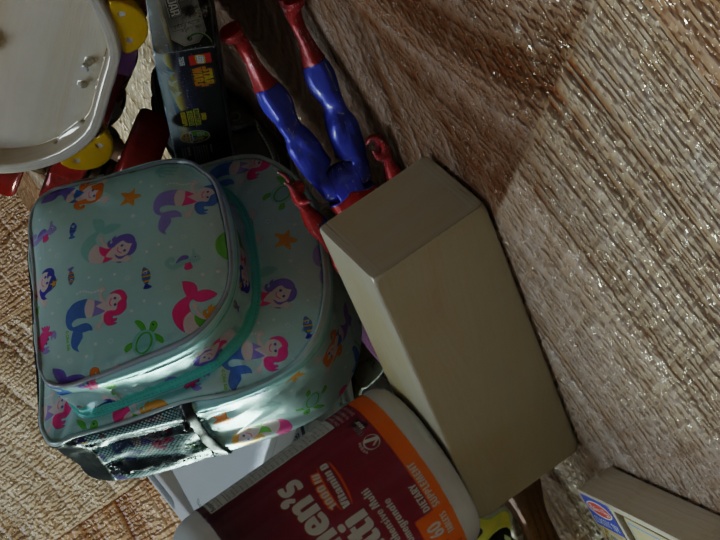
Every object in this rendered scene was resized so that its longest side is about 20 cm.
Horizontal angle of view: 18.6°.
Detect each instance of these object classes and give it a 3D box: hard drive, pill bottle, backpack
[{"bbox_3d":[-0.086,0.088,1.505,0.132,0.027,0.201,55,141,39],"label":"hard drive"},{"bbox_3d":[-0.039,0.165,1.267,0.110,0.199,0.110,52,168,16],"label":"pill bottle"},{"bbox_3d":[-0.104,0.020,1.342,0.151,0.199,0.179,65,-164,-60],"label":"backpack"}]

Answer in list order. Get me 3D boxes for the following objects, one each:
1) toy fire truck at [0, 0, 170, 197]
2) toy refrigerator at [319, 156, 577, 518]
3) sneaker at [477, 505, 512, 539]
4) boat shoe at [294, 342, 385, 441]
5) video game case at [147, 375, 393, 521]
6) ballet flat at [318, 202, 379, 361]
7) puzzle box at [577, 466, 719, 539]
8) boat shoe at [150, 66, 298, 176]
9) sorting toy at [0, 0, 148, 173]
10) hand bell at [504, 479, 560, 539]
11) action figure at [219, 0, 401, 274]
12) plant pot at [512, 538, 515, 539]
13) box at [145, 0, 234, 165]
[{"bbox_3d":[-0.183,-0.127,1.547,0.111,0.169,0.200,21,161,-7],"label":"toy fire truck"},{"bbox_3d":[0.051,0.039,1.244,0.070,0.076,0.201,44,164,48],"label":"toy refrigerator"},{"bbox_3d":[0.012,0.193,1.499,0.075,0.199,0.077,41,-154,-50],"label":"sneaker"},{"bbox_3d":[-0.007,0.061,1.559,0.202,0.086,0.075,-83,-23,-59],"label":"boat shoe"},{"bbox_3d":[-0.068,0.121,1.664,0.182,0.199,0.024,41,145,53],"label":"video game case"},{"bbox_3d":[0.000,0.000,1.407,0.200,0.069,0.072,42,145,38],"label":"ballet flat"},{"bbox_3d":[0.192,0.181,1.171,0.134,0.025,0.200,60,169,-13],"label":"puzzle box"},{"bbox_3d":[-0.107,-0.094,1.550,0.066,0.072,0.201,57,175,-32],"label":"boat shoe"},{"bbox_3d":[-0.178,-0.179,1.376,0.181,0.106,0.201,-80,9,-46],"label":"sorting toy"},{"bbox_3d":[0.115,0.174,1.377,0.104,0.104,0.201,94,152,-72],"label":"hand bell"},{"bbox_3d":[-0.014,-0.059,1.271,0.201,0.065,0.052,62,176,-20],"label":"action figure"},{"bbox_3d":[0.073,0.287,1.553,0.200,0.176,0.200,55,172,-30],"label":"plant pot"},{"bbox_3d":[-0.107,-0.151,1.339,0.200,0.040,0.138,89,172,-70],"label":"box"}]
